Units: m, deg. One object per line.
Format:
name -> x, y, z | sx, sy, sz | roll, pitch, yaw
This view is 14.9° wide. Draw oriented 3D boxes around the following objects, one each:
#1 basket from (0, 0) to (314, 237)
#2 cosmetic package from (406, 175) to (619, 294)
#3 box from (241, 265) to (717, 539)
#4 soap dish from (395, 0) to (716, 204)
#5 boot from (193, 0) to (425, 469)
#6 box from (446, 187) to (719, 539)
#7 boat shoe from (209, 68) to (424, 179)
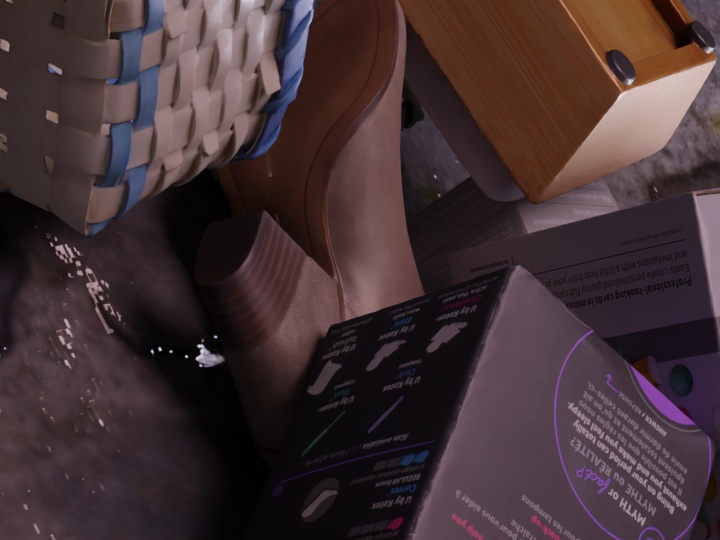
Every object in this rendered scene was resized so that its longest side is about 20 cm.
basket -> -0.074, -0.125, 1.027 | 0.139, 0.176, 0.200 | 32, 45, 21
cosmetic package -> 0.095, 0.058, 1.216 | 0.107, 0.090, 0.200 | -3, 61, -60
box -> 0.030, 0.118, 0.986 | 0.122, 0.106, 0.200 | 41, 53, -26
soap dish -> 0.063, -0.133, 1.196 | 0.200, 0.081, 0.157 | 57, 28, 6
boot -> 0.000, 0.000, 1.115 | 0.146, 0.070, 0.200 | 55, 46, -35
box -> 0.109, 0.078, 1.092 | 0.041, 0.156, 0.200 | -7, 86, -36
boat shoe -> -0.009, -0.081, 1.216 | 0.068, 0.075, 0.200 | 56, 40, -5
